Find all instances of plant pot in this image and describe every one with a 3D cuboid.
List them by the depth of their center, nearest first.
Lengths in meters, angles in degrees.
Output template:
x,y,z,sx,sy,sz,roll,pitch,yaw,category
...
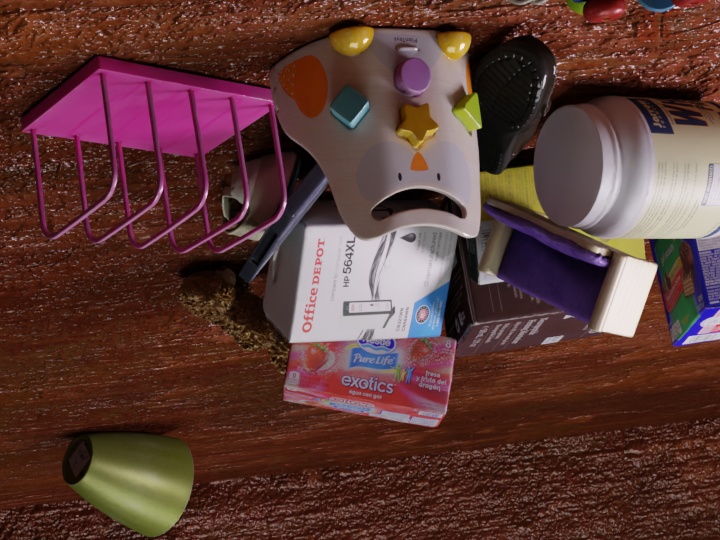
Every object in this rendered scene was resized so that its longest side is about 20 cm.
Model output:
x,y,z,sx,sy,sz,roll,pitch,yaw,category
-0.439,0.370,2.716,0.186,0.190,0.199,-23,144,38,plant pot

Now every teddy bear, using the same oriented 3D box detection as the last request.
x,y,z,sx,sy,sz,roll,pitch,yaw,category
-0.135,0.057,1.884,0.067,0.199,0.145,-49,-176,18,teddy bear

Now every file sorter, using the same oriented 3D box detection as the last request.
x,y,z,sx,sy,sz,roll,pitch,yaw,category
-0.182,-0.094,1.345,0.198,0.127,0.138,5,158,-41,file sorter

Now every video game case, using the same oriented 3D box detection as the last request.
x,y,z,sx,sy,sz,roll,pitch,yaw,category
-0.057,-0.074,1.510,0.019,0.143,0.200,38,155,-1,video game case

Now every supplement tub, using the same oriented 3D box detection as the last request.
x,y,z,sx,sy,sz,roll,pitch,yaw,category
0.294,-0.106,1.543,0.197,0.147,0.145,-1,162,-28,supplement tub

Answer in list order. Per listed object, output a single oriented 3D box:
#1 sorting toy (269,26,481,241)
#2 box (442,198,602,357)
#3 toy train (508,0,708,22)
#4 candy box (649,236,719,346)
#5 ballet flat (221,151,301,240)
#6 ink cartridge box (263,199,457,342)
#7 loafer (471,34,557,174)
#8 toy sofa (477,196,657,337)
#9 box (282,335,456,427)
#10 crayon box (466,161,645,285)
x,y,z,sx,sy,sz,roll,pitch,yaw,category
0.038,-0.112,1.311,0.197,0.183,0.107,-2,163,-24,sorting toy
0.201,-0.005,1.791,0.197,0.167,0.166,-7,164,-8,box
0.180,-0.233,1.187,0.197,0.086,0.116,-10,177,1,toy train
0.398,-0.032,1.751,0.076,0.203,0.169,-7,163,-4,candy box
-0.112,-0.078,1.562,0.068,0.070,0.200,-5,164,-15,ballet flat
0.000,0.000,1.707,0.197,0.148,0.084,-2,-156,-26,ink cartridge box
0.146,-0.168,1.413,0.071,0.073,0.200,-43,171,-22,loafer
0.202,-0.005,1.544,0.097,0.084,0.199,13,-170,-37,toy sofa
0.010,0.121,1.796,0.197,0.096,0.103,10,164,0,box
0.217,-0.060,1.673,0.197,0.129,0.051,-7,-172,-8,crayon box
